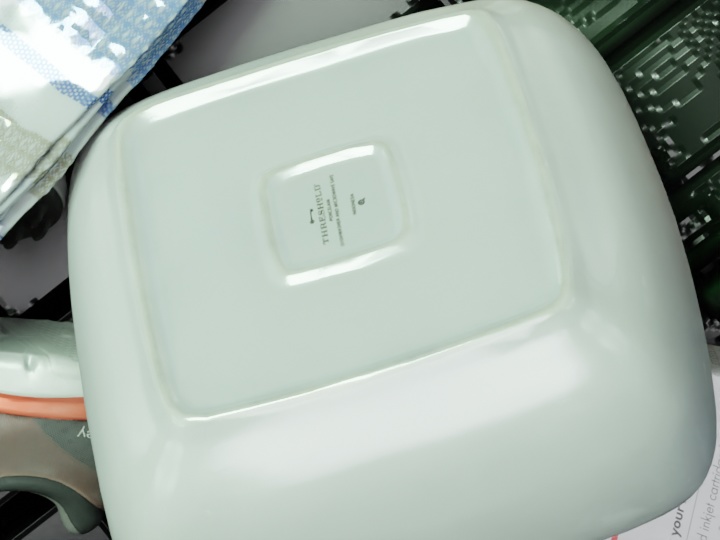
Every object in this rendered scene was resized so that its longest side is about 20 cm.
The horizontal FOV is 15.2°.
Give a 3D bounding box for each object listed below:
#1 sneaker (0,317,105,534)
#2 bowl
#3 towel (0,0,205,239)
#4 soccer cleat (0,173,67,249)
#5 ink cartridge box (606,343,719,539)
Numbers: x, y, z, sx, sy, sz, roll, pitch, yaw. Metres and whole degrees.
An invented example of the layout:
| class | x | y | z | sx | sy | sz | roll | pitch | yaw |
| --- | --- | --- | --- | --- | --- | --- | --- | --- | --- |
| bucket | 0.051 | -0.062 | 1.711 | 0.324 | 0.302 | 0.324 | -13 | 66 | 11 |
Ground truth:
| class | x | y | z | sx | sy | sz | roll | pitch | yaw |
| --- | --- | --- | --- | --- | --- | --- | --- | --- | --- |
| sneaker | -0.176 | 0.056 | 0.919 | 0.200 | 0.077 | 0.082 | 7 | 103 | 4 |
| bowl | 0.000 | 0.000 | 0.843 | 0.200 | 0.075 | 0.200 | -16 | 52 | 5 |
| towel | -0.132 | -0.099 | 0.859 | 0.147 | 0.024 | 0.200 | 40 | 81 | -1 |
| soccer cleat | -0.193 | -0.044 | 0.921 | 0.200 | 0.068 | 0.073 | -4 | 62 | 15 |
| ink cartridge box | 0.120 | 0.086 | 0.899 | 0.200 | 0.068 | 0.115 | 13 | 97 | 2 |
